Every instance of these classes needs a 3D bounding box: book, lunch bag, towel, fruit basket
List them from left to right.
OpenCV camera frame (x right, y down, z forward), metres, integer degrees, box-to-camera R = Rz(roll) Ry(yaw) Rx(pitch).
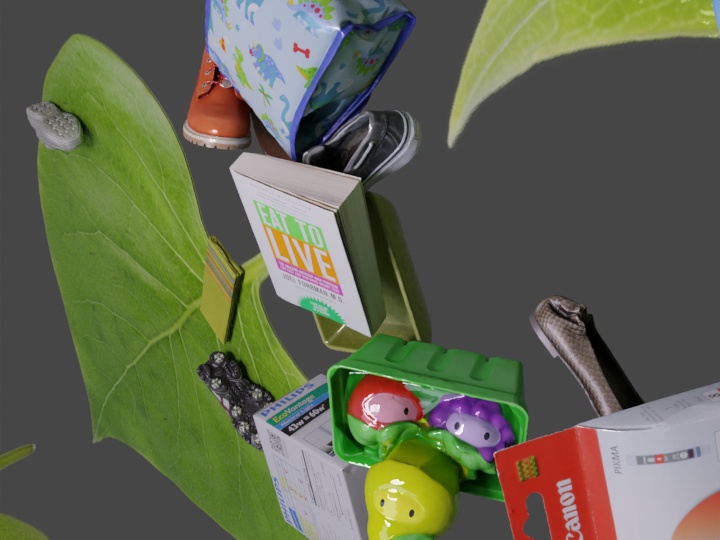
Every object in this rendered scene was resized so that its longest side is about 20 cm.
[{"bbox_3d":[-0.225,0.034,1.318,0.086,0.018,0.200,53,148,24],"label":"towel"},{"bbox_3d":[-0.066,-0.224,0.800,0.170,0.127,0.200,53,137,14],"label":"lunch bag"},{"bbox_3d":[-0.050,-0.025,0.847,0.134,0.048,0.200,20,147,27],"label":"book"},{"bbox_3d":[0.059,0.177,0.809,0.216,0.216,0.156,31,136,39],"label":"fruit basket"}]

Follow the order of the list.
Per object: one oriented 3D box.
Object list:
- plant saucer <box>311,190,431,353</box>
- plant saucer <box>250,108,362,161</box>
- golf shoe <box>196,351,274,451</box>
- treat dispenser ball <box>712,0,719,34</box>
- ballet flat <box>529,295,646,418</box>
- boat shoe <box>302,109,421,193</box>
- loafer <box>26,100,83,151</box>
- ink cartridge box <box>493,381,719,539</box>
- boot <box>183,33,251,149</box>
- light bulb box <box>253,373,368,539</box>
[{"bbox_3d":[0.000,0.000,0.946,0.200,0.048,0.200,2,115,53],"label":"plant saucer"},{"bbox_3d":[-0.070,-0.164,0.934,0.200,0.037,0.201,35,140,36],"label":"plant saucer"},{"bbox_3d":[-0.191,0.221,1.373,0.200,0.077,0.088,49,165,24],"label":"golf shoe"},{"bbox_3d":[0.255,-0.138,0.343,0.201,0.201,0.201,34,138,37],"label":"treat dispenser ball"},{"bbox_3d":[0.222,0.102,0.710,0.046,0.067,0.200,-42,72,24],"label":"ballet flat"},{"bbox_3d":[-0.027,-0.103,0.825,0.200,0.071,0.072,-39,50,41],"label":"boat shoe"},{"bbox_3d":[-0.558,-0.256,1.524,0.200,0.070,0.070,37,146,46],"label":"loafer"},{"bbox_3d":[0.220,0.188,0.647,0.050,0.200,0.162,-120,14,-71],"label":"ink cartridge box"},{"bbox_3d":[-0.157,-0.208,0.928,0.200,0.075,0.107,-105,24,-55],"label":"boot"},{"bbox_3d":[-0.021,0.273,1.106,0.200,0.125,0.198,18,128,48],"label":"light bulb box"}]
